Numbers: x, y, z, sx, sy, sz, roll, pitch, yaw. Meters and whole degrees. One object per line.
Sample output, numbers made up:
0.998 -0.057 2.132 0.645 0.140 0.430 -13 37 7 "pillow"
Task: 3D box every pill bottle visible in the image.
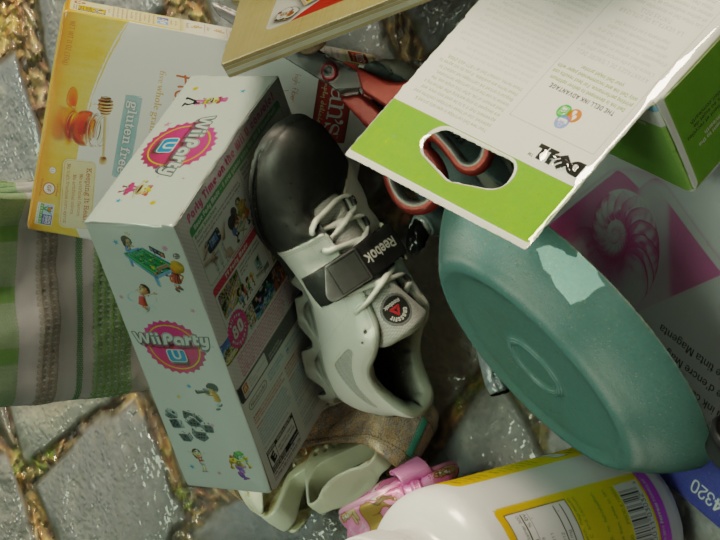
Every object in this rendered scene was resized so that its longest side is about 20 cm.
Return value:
0.077 0.161 1.331 0.104 0.199 0.105 12 106 47 "pill bottle"

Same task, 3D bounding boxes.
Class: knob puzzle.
0.017 -0.182 1.412 0.219 0.220 0.031 1 129 47 "knob puzzle"

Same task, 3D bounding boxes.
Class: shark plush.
0.049 -0.025 1.433 0.091 0.083 0.202 -6 89 46 "shark plush"

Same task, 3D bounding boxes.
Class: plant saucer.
0.104 0.041 1.304 0.200 0.036 0.200 45 166 15 "plant saucer"

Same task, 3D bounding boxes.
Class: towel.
-0.179 0.012 1.596 0.031 0.199 0.150 5 97 42 "towel"

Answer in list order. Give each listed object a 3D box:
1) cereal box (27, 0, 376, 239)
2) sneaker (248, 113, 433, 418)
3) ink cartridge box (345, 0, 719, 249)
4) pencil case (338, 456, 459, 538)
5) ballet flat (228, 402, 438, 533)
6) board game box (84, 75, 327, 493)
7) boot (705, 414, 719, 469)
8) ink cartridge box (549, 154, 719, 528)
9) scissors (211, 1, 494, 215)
-0.098 -0.080 1.519 0.040 0.199 0.145 -100 21 -72 "cereal box"
0.000 0.000 1.411 0.088 0.074 0.201 19 139 45 "sneaker"
0.113 -0.088 1.282 0.200 0.076 0.147 -48 47 -14 "ink cartridge box"
0.053 0.213 1.444 0.086 0.083 0.201 -29 75 33 "pencil case"
-0.033 0.126 1.536 0.200 0.068 0.068 -29 38 45 "ballet flat"
-0.075 0.007 1.442 0.064 0.148 0.201 3 129 27 "board game box"
0.277 0.048 1.187 0.199 0.076 0.169 21 112 28 "boot"
0.176 0.023 1.334 0.196 0.043 0.201 40 119 37 "ink cartridge box"
-0.003 -0.114 1.411 0.200 0.014 0.073 47 110 20 "scissors"
